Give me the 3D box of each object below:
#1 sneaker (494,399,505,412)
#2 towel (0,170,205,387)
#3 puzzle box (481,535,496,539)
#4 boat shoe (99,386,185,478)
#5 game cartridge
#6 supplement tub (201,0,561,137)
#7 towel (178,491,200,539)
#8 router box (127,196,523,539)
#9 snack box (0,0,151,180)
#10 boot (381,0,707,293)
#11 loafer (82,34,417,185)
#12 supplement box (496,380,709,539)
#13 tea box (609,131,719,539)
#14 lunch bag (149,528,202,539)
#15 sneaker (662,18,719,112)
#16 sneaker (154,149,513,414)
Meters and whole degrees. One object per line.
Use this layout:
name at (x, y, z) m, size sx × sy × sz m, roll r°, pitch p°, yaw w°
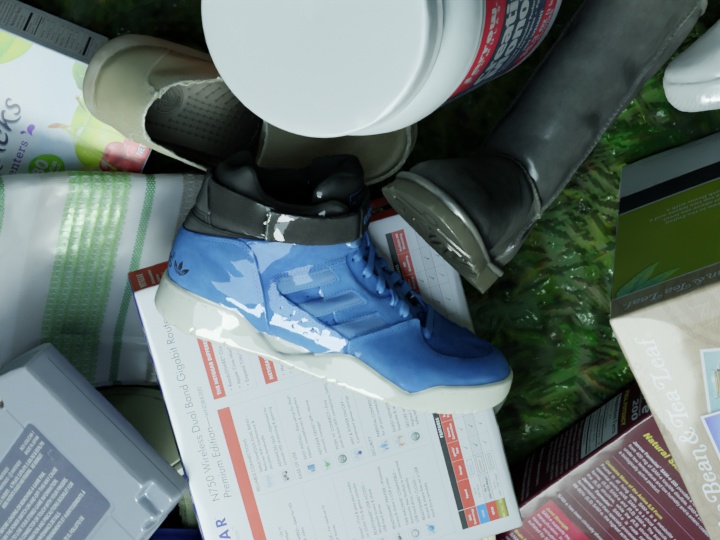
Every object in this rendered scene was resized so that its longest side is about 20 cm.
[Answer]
sneaker at (-0.016, 0.064, 1.670) m, size 0.200 × 0.074 × 0.082 m, roll 18°, pitch 122°, yaw -13°
towel at (-0.138, 0.010, 1.641) m, size 0.200 × 0.031 × 0.149 m, roll 0°, pitch 127°, yaw -20°
puzzle box at (-0.008, 0.213, 1.693) m, size 0.200 × 0.025 × 0.133 m, roll -11°, pitch 116°, yaw 2°
boat shoe at (-0.162, 0.124, 1.718) m, size 0.199 × 0.075 × 0.066 m, roll -18°, pitch 143°, yaw 28°
game cartridge at (-0.187, 0.129, 1.632) m, size 0.133 × 0.041 × 0.200 m, roll 42°, pitch 137°, yaw 2°
supplement tub at (0.015, -0.149, 1.474) m, size 0.140 × 0.200 × 0.141 m, roll 6°, pitch 107°, yaw 22°
towel at (-0.039, 0.161, 1.751) m, size 0.148 × 0.037 × 0.200 m, roll -6°, pitch 116°, yaw 10°
router box at (-0.019, 0.073, 1.598) m, size 0.179 × 0.049 × 0.200 m, roll -16°, pitch 105°, yaw -5°
snack box at (-0.206, -0.053, 1.651) m, size 0.142 × 0.053 × 0.200 m, roll 22°, pitch 118°, yaw -6°
boot at (0.104, -0.087, 1.489) m, size 0.073 × 0.182 × 0.200 m, roll 44°, pitch 91°, yaw 7°
loafer at (-0.056, -0.078, 1.580) m, size 0.200 × 0.068 × 0.076 m, roll 8°, pitch 116°, yaw -24°
supplement box at (0.140, 0.157, 1.710) m, size 0.200 × 0.061 × 0.109 m, roll -37°, pitch 107°, yaw 24°
tea box at (0.235, 0.044, 1.561) m, size 0.133 × 0.197 × 0.200 m, roll -19°, pitch 114°, yaw 17°
lunch bag at (-0.120, 0.235, 1.757) m, size 0.200 × 0.094 × 0.151 m, roll -8°, pitch 116°, yaw 18°
sneaker at (0.244, -0.160, 1.531) m, size 0.200 × 0.075 × 0.089 m, roll -27°, pitch 107°, yaw 9°
sneaker at (0.000, 0.000, 1.518) m, size 0.200 × 0.077 × 0.111 m, roll 18°, pitch 108°, yaw -6°
